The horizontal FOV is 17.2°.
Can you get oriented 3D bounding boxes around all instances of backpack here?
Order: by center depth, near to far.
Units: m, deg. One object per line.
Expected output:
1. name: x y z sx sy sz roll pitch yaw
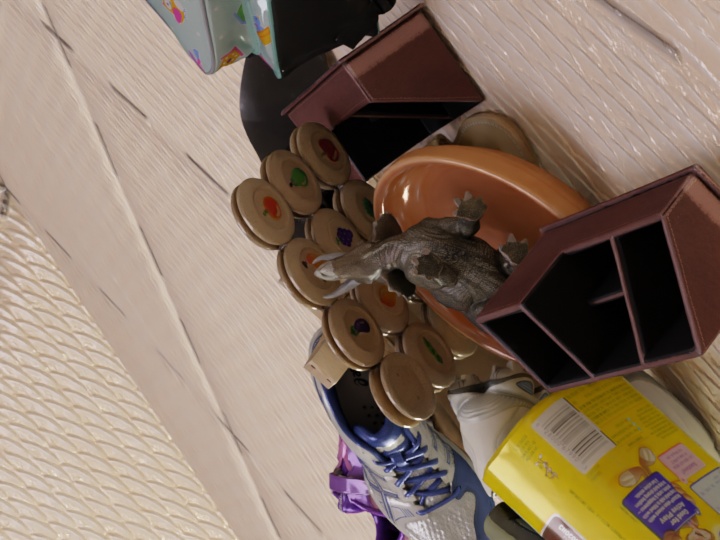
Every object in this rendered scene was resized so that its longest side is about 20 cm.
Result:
1. backpack: -0.083 -0.237 1.538 0.176 0.153 0.200 79 166 -46

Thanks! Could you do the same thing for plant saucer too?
1. plant saucer: 0.100 -0.011 1.543 0.200 0.037 0.200 28 151 17

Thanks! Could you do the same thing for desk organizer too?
1. desk organizer: 0.148 0.010 1.352 0.072 0.077 0.200 43 160 -9
2. desk organizer: 0.013 -0.115 1.649 0.077 0.072 0.200 55 166 -2

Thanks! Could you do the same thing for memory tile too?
1. memory tile: 0.000 0.000 1.599 0.017 0.153 0.200 -33 98 33

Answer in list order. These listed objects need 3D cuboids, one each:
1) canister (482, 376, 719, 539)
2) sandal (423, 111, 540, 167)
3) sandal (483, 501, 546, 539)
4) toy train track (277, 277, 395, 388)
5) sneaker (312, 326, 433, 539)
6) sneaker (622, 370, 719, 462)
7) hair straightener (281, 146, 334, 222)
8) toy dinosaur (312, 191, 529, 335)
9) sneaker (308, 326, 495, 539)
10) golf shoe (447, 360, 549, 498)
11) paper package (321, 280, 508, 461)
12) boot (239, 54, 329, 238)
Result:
1. canister: 0.187 0.159 1.476 0.200 0.087 0.148 43 -153 16
2. sandal: 0.058 -0.053 1.631 0.078 0.070 0.212 58 166 -6
3. sandal: 0.134 0.205 1.555 0.080 0.057 0.201 28 178 43
4. toy train track: 0.013 0.006 1.649 0.115 0.200 0.033 41 131 -10
5. sneaker: 0.011 0.133 1.747 0.200 0.088 0.080 62 167 -16
6. sneaker: 0.204 0.155 1.590 0.201 0.080 0.070 64 166 -23
7. hair straightener: -0.029 -0.062 1.768 0.077 0.041 0.200 55 -157 8
8. toy dinosaur: 0.075 0.006 1.502 0.200 0.077 0.102 22 168 -4
9. sneaker: 0.023 0.127 1.663 0.200 0.075 0.088 53 -174 -2
10. golf shoe: 0.128 0.133 1.621 0.200 0.078 0.097 22 -126 -49
11. paper package: 0.064 0.062 1.799 0.200 0.103 0.191 52 166 16
12. boot: -0.048 -0.120 1.856 0.076 0.073 0.200 -73 -21 -55
